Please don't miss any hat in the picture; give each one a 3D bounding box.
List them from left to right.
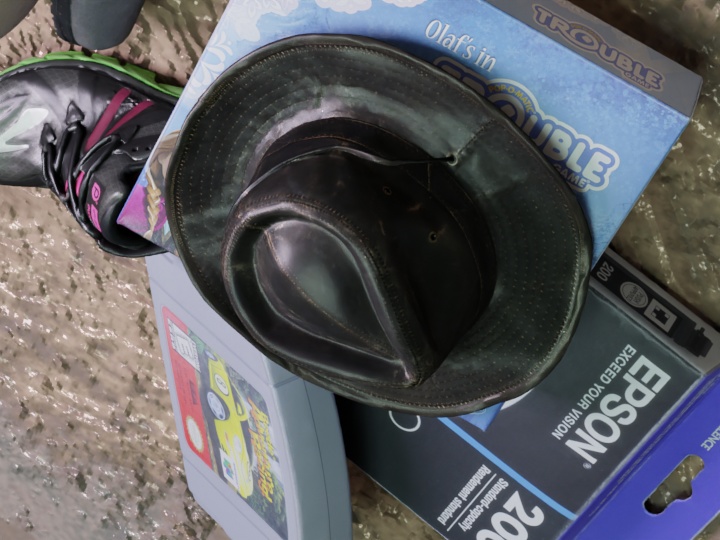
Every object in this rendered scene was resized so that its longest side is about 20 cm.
[{"bbox_3d":[0.000,0.000,1.271,0.200,0.081,0.201,7,122,11],"label":"hat"}]

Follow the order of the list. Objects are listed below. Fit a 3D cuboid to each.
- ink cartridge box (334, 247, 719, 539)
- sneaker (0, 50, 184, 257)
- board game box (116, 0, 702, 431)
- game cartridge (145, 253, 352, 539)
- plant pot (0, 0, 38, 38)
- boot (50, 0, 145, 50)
[{"bbox_3d":[0.090,0.069,1.423,0.200,0.043,0.198,37,134,1],"label":"ink cartridge box"},{"bbox_3d":[-0.121,-0.054,1.429,0.199,0.084,0.077,9,127,27],"label":"sneaker"},{"bbox_3d":[0.018,-0.052,1.309,0.200,0.043,0.199,29,123,-2],"label":"board game box"},{"bbox_3d":[-0.054,0.072,1.479,0.133,0.041,0.201,34,143,45],"label":"game cartridge"},{"bbox_3d":[-0.190,-0.212,1.246,0.187,0.187,0.200,40,149,-2],"label":"plant pot"},{"bbox_3d":[-0.061,-0.149,1.332,0.131,0.070,0.200,29,139,2],"label":"boot"}]
